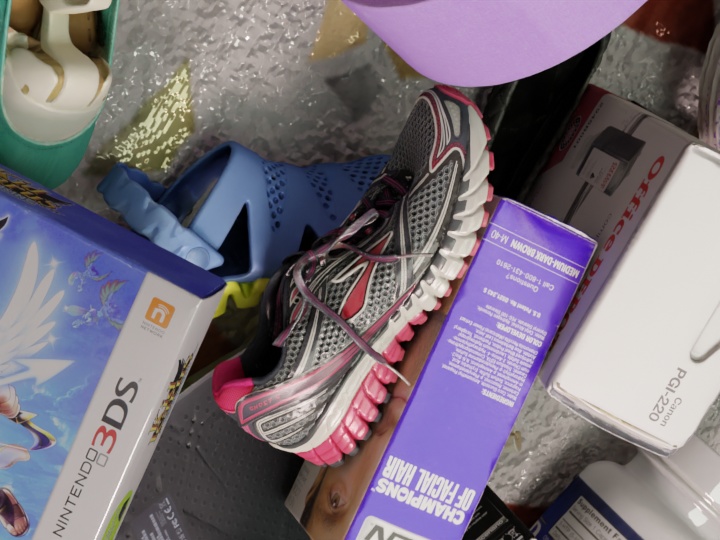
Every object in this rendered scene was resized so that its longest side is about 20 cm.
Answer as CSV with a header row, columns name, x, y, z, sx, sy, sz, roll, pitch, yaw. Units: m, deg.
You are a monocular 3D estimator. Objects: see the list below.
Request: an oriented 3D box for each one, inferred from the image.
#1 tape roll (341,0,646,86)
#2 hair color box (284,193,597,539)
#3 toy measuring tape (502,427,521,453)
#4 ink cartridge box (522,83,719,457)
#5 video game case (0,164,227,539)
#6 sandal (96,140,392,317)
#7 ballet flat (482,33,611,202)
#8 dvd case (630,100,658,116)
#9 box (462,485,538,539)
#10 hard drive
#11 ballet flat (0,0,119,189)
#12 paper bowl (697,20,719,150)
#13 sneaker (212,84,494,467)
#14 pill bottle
name,x,y,z,sx,sy,sz,roll,pitch,yaw
tape roll,0.072,-0.187,0.749,0.066,0.200,0.200,36,95,-38
hair color box,0.037,0.057,0.836,0.064,0.109,0.201,23,92,-18
toy measuring tape,0.046,0.060,0.946,0.073,0.074,0.201,-35,125,-9
ink cartridge box,0.144,-0.008,0.869,0.084,0.200,0.146,27,100,-15
video game case,-0.188,0.044,0.749,0.199,0.045,0.182,26,103,6
sandal,-0.060,-0.028,0.840,0.199,0.079,0.088,-19,120,-22
ballet flat,0.101,-0.089,0.909,0.066,0.057,0.201,16,107,-36
dvd case,0.196,-0.001,1.032,0.199,0.025,0.151,27,100,-36
box,0.006,0.201,0.944,0.200,0.164,0.086,-41,128,-5
hard drive,-0.082,0.125,0.870,0.200,0.042,0.136,-38,114,-40
ballet flat,-0.141,-0.119,0.746,0.067,0.070,0.202,-2,117,-29
paper bowl,0.290,-0.116,0.971,0.199,0.104,0.202,-14,120,-25
sneaker,0.000,0.000,0.792,0.074,0.081,0.201,25,96,-22
pill bottle,0.169,0.198,1.064,0.200,0.120,0.120,-47,128,0
